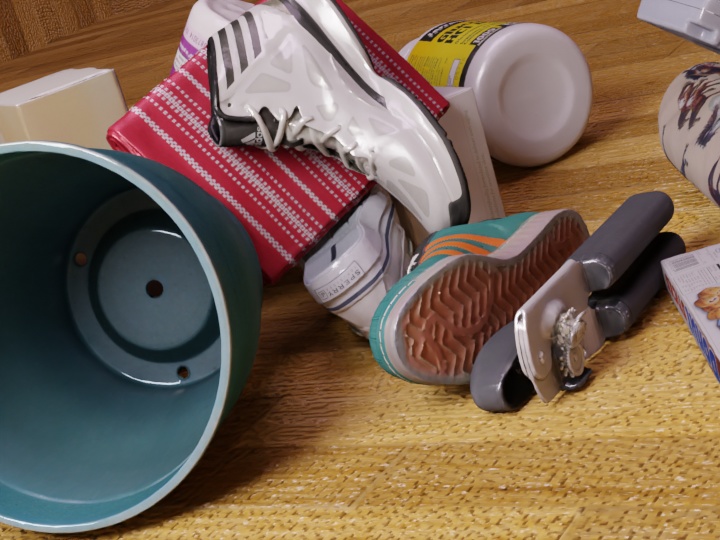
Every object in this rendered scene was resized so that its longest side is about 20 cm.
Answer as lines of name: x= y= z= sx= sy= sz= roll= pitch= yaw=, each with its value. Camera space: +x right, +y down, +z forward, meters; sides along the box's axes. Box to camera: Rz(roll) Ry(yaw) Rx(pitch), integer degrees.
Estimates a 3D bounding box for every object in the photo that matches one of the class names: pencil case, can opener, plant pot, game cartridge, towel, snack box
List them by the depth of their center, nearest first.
snack box: x=0.203 y=0.024 z=0.755 sx=0.071 sy=0.024 sz=0.200 roll=-15 pitch=17 yaw=6
can opener: x=0.122 y=0.010 z=0.832 sx=0.066 sy=0.053 sz=0.200 roll=-6 pitch=20 yaw=37
plant pot: x=-0.140 y=0.022 z=0.851 sx=0.199 sy=0.201 sz=0.188 roll=-13 pitch=5 yaw=14
pencil case: x=0.244 y=-0.080 z=0.942 sx=0.090 sy=0.078 sz=0.200 roll=-51 pitch=13 yaw=11
game cartridge: x=0.281 y=-0.136 z=0.966 sx=0.199 sy=0.042 sz=0.133 roll=20 pitch=16 yaw=-13
towel: x=-0.051 y=-0.095 z=0.985 sx=0.200 sy=0.145 sz=0.022 roll=-45 pitch=-3 yaw=-29

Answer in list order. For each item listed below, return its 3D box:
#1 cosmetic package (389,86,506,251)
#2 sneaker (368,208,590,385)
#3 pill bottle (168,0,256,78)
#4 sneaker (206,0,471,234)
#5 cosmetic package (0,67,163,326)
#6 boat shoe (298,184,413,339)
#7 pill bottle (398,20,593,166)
cosmetic package: x=0.011 y=-0.078 z=1.136 sx=0.084 sy=0.108 sz=0.200 roll=-24 pitch=19 yaw=-26
sneaker: x=0.055 y=0.016 z=0.864 sx=0.080 sy=0.072 sz=0.200 roll=-5 pitch=13 yaw=38
pill bottle: x=-0.098 y=-0.085 z=1.095 sx=0.112 sy=0.201 sz=0.112 roll=19 pitch=18 yaw=-7
sneaker: x=-0.026 y=-0.081 z=0.943 sx=0.115 sy=0.201 sz=0.076 roll=-32 pitch=-18 yaw=-19
cosmetic package: x=-0.177 y=-0.029 z=1.007 sx=0.071 sy=0.201 sz=0.105 roll=-24 pitch=16 yaw=-22
boat shoe: x=0.000 y=0.000 z=0.976 sx=0.073 sy=0.067 sz=0.200 roll=-36 pitch=12 yaw=14
pill bottle: x=0.100 y=-0.152 z=1.266 sx=0.112 sy=0.113 sz=0.200 roll=-23 pitch=17 yaw=-18
